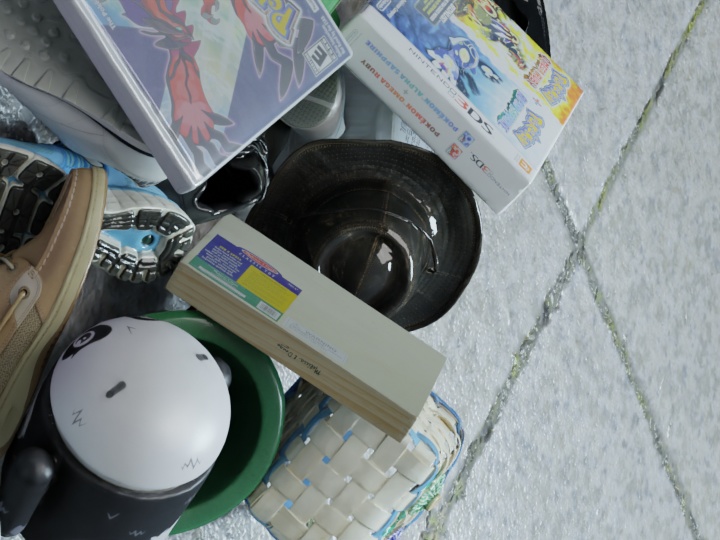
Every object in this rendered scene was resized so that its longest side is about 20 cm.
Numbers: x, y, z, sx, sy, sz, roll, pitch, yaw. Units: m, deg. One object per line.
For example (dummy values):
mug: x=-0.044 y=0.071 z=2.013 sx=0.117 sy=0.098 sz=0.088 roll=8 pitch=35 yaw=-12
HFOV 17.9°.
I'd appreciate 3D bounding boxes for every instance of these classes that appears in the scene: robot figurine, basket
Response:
robot figurine: x=-0.162 y=0.115 z=1.480 sx=0.124 sy=0.200 sz=0.151 roll=22 pitch=47 yaw=-12
basket: x=-0.010 y=0.141 z=1.719 sx=0.139 sy=0.177 sz=0.200 roll=40 pitch=12 yaw=-9

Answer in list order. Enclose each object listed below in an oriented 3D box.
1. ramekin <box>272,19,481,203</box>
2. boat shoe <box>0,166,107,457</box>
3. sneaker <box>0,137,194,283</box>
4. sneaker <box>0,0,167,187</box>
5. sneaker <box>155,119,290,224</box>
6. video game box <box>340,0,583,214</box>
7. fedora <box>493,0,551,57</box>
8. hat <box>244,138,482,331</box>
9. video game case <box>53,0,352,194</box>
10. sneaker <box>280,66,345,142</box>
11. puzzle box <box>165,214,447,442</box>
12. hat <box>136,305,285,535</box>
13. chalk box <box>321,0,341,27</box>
ramekin: x=0.024 y=-0.105 z=1.863 sx=0.200 sy=0.104 sz=0.202 roll=-2 pitch=93 yaw=-57
boat shoe: x=-0.221 y=0.020 z=1.470 sx=0.064 sy=0.071 sz=0.201 roll=23 pitch=91 yaw=-11
sneaker: x=-0.211 y=-0.052 z=1.542 sx=0.199 sy=0.090 sz=0.079 roll=20 pitch=113 yaw=-41
sneaker: x=-0.202 y=-0.125 z=1.501 sx=0.200 sy=0.081 sz=0.077 roll=38 pitch=60 yaw=-4
sneaker: x=-0.097 y=-0.075 z=1.689 sx=0.200 sy=0.090 sz=0.076 roll=-44 pitch=124 yaw=-49
video game box: x=0.079 y=-0.155 z=1.770 sx=0.182 sy=0.047 sz=0.200 roll=46 pitch=30 yaw=-7
fedora: x=0.097 y=-0.208 z=1.975 sx=0.200 sy=0.091 sz=0.202 roll=-11 pitch=90 yaw=-67
hat: x=0.000 y=0.000 z=1.728 sx=0.081 sy=0.199 sz=0.201 roll=-88 pitch=158 yaw=-53
video game case: x=-0.112 y=-0.180 z=1.492 sx=0.182 sy=0.023 sz=0.201 roll=-43 pitch=107 yaw=-38
sneaker: x=-0.051 y=-0.189 z=1.768 sx=0.080 sy=0.070 sz=0.202 roll=58 pitch=22 yaw=-68
puzzle box: x=-0.036 y=0.038 z=1.628 sx=0.026 sy=0.199 sz=0.133 roll=-57 pitch=179 yaw=20
hat: x=-0.151 y=0.082 z=1.673 sx=0.198 sy=0.176 sz=0.167 roll=-12 pitch=110 yaw=-17
chalk box: x=-0.074 y=-0.236 z=1.647 sx=0.200 sy=0.123 sz=0.125 roll=51 pitch=52 yaw=-25
